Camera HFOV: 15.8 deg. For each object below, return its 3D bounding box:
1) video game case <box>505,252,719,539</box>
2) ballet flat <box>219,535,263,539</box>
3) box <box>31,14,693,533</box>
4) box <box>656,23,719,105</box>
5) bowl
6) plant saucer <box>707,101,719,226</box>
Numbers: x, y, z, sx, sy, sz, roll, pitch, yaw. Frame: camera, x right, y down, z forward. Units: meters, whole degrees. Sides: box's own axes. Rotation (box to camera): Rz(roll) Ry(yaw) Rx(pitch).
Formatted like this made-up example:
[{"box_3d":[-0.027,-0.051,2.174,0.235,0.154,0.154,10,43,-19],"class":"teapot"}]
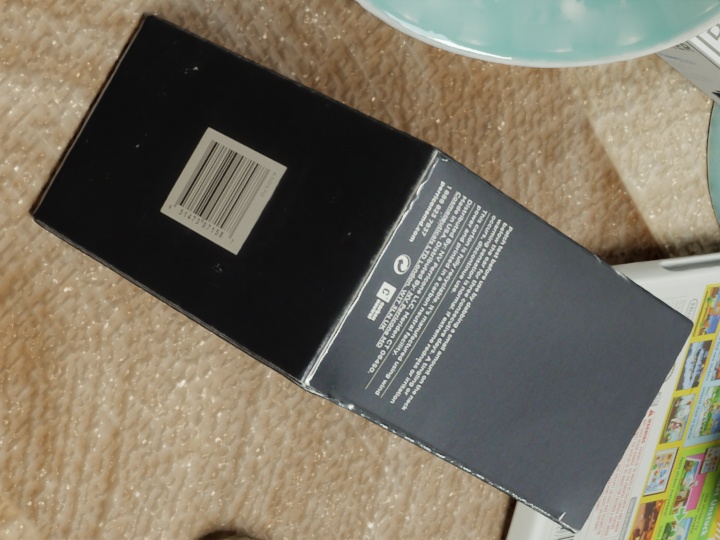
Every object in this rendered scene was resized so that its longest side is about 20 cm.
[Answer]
[{"box_3d":[0.162,0.082,1.351,0.181,0.023,0.201,-7,121,-38],"class":"video game case"},{"box_3d":[-0.029,0.195,1.252,0.067,0.046,0.200,-33,125,1],"class":"ballet flat"},{"box_3d":[0.000,0.000,1.074,0.182,0.200,0.104,32,87,-44],"class":"box"},{"box_3d":[0.228,-0.119,1.275,0.200,0.060,0.117,35,86,-30],"class":"box"},{"box_3d":[0.079,-0.187,1.081,0.201,0.200,0.105,42,43,-43],"class":"bowl"},{"box_3d":[0.265,-0.085,1.374,0.200,0.027,0.201,-17,119,-33],"class":"plant saucer"}]
